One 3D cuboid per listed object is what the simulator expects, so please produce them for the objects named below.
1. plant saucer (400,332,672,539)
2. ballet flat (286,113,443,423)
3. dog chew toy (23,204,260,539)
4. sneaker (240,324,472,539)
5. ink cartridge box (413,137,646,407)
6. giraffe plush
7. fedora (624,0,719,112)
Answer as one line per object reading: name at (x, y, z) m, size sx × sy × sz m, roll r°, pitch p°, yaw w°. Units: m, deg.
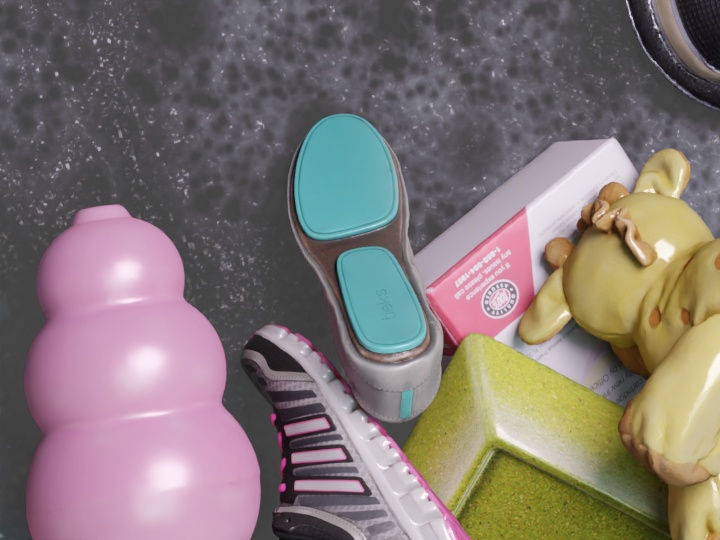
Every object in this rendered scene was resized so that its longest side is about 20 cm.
plant saucer at (0.100, 0.166, 1.091) m, size 0.198 × 0.048 × 0.201 m, roll 27°, pitch 111°, yaw -4°
ballet flat at (0.000, 0.000, 1.077) m, size 0.067 × 0.201 × 0.064 m, roll -9°, pitch 135°, yaw -5°
dog chew toy at (-0.122, 0.067, 1.044) m, size 0.123 × 0.124 × 0.202 m, roll -9°, pitch 86°, yaw -19°
sneaker at (-0.020, 0.112, 1.056) m, size 0.087 × 0.200 × 0.074 m, roll -39°, pitch 147°, yaw -2°
ink cartridge box at (0.128, 0.046, 1.145) m, size 0.147 × 0.086 × 0.201 m, roll -38°, pitch 105°, yaw -15°
giraffe plush at (0.169, 0.026, 1.039) m, size 0.172 × 0.162 × 0.202 m, roll -25°, pitch 122°, yaw -25°
fedora at (0.251, -0.191, 1.177) m, size 0.199 × 0.091 × 0.203 m, roll -1°, pitch 92°, yaw -20°
